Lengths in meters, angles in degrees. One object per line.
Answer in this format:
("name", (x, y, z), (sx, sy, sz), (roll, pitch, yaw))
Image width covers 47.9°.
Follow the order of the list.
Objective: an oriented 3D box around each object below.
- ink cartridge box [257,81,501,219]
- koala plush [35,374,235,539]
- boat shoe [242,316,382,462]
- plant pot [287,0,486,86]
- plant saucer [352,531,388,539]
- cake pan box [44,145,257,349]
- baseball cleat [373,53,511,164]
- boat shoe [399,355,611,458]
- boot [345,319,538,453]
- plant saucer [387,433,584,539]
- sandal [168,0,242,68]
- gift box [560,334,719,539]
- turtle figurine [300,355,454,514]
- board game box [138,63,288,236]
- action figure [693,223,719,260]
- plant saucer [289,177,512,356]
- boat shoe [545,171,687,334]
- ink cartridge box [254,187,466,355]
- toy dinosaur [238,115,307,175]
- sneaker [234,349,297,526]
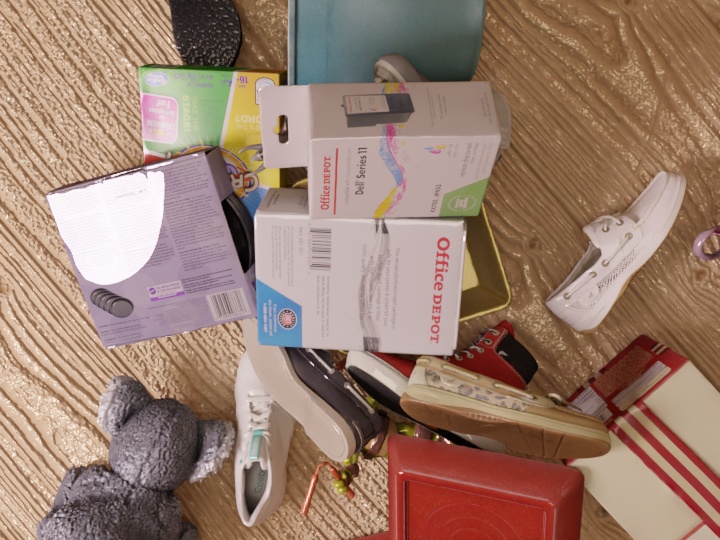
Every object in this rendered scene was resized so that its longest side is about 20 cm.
("ink cartridge box", (0.012, -0.103, 0.714), (0.200, 0.117, 0.067), (-2, 59, -4))
("koala plush", (-0.237, 0.228, 0.879), (0.177, 0.184, 0.200), (29, 83, 0))
("boat shoe", (-0.054, 0.114, 0.863), (0.200, 0.063, 0.073), (46, 138, 28))
("plant pot", (0.023, -0.260, 0.816), (0.188, 0.200, 0.200), (1, 94, -4))
("plant saucer", (-0.007, 0.414, 0.929), (0.199, 0.037, 0.200), (-14, 92, 4))
("cake pan box", (-0.212, -0.023, 0.868), (0.200, 0.052, 0.184), (-13, 109, 13))
("baseball cleat", (0.084, -0.158, 0.789), (0.106, 0.200, 0.070), (-45, 52, -3))
("boat shoe", (0.139, 0.127, 0.772), (0.200, 0.073, 0.063), (13, 59, 16))
("boot", (0.092, 0.096, 0.875), (0.200, 0.072, 0.144), (30, 71, -10))
("plant saucer", (0.115, 0.276, 0.815), (0.199, 0.037, 0.200), (7, 111, 22))
("sandal", (-0.179, -0.299, 0.896), (0.075, 0.048, 0.201), (-22, 80, 6))
("gift box", (0.310, 0.201, 0.827), (0.185, 0.200, 0.187), (-43, 92, 10))
("turtle figurine", (0.022, 0.194, 0.899), (0.161, 0.064, 0.200), (24, 66, -5))
("board game box", (-0.155, -0.116, 0.874), (0.153, 0.040, 0.200), (4, 110, 7))
("action figure", (0.439, -0.114, 0.862), (0.149, 0.134, 0.200), (-12, 78, 46))
("plant saucer", (0.044, -0.029, 0.896), (0.200, 0.048, 0.200), (-17, 94, 4))
("boat shoe", (0.271, -0.029, 0.872), (0.069, 0.071, 0.200), (32, 96, -1))
("ink cartridge box", (0.000, 0.000, 0.816), (0.200, 0.084, 0.145), (3, 114, 3))
("toy dinosaur", (-0.011, -0.119, 0.826), (0.200, 0.102, 0.077), (17, 72, -35))
("sneaker", (-0.109, 0.182, 0.898), (0.075, 0.088, 0.200), (0, 89, 4))
